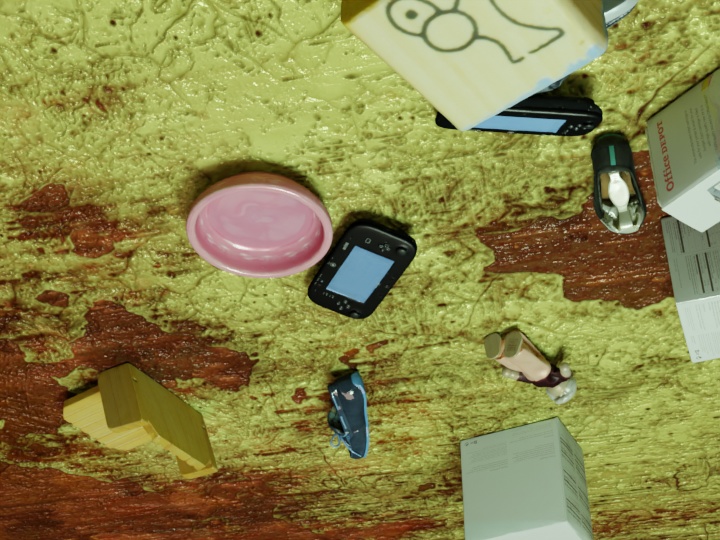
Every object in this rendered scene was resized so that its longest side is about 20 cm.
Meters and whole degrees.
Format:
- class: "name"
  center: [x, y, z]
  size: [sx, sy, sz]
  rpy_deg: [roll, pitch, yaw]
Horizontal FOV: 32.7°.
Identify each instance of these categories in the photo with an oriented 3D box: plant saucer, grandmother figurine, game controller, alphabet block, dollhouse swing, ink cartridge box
- class: "plant saucer"
  center: [-0.136, -0.067, 1.665]
  size: [0.198, 0.051, 0.201]
  rpy_deg: [0, 143, 0]
- class: "grandmother figurine"
  center: [0.287, 0.158, 1.963]
  size: [0.121, 0.061, 0.200]
  rpy_deg: [4, 157, 44]
- class: "game controller"
  center: [0.192, -0.187, 1.496]
  size: [0.198, 0.043, 0.104]
  rpy_deg: [4, 163, -4]
- class: "alphabet block"
  center: [0.113, -0.299, 1.240]
  size: [0.194, 0.198, 0.200]
  rpy_deg: [-27, 135, 29]
- class: "dollhouse swing"
  center: [-0.379, 0.280, 2.038]
  size: [0.175, 0.182, 0.200]
  rpy_deg: [-35, 135, 10]
- class: "game controller"
  center: [0.000, 0.000, 1.749]
  size: [0.103, 0.042, 0.200]
  rpy_deg: [14, 140, -19]
- class: "ink cartridge box"
  center: [0.447, -0.163, 1.460]
  size: [0.085, 0.149, 0.200]
  rpy_deg: [24, 138, -27]

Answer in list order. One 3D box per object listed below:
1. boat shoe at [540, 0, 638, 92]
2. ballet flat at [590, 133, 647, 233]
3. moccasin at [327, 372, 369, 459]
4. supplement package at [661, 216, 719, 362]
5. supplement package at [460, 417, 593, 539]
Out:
- class: "boat shoe"
  center: [0.238, -0.268, 1.391]
  size: [0.199, 0.071, 0.091]
  rpy_deg: [-17, 141, 32]
- class: "ballet flat"
  center: [0.338, -0.093, 1.617]
  size: [0.067, 0.069, 0.200]
  rpy_deg: [-13, 141, 16]
- class: "moccasin"
  center: [-0.026, 0.243, 2.062]
  size: [0.068, 0.081, 0.201]
  rpy_deg: [-12, 131, -8]
- class: "supplement package"
  center: [0.532, 0.008, 1.681]
  size: [0.198, 0.152, 0.152]
  rpy_deg: [-12, 141, 16]
- class: "supplement package"
  center: [0.292, 0.397, 2.155]
  size: [0.190, 0.201, 0.147]
  rpy_deg: [-17, 140, 23]
